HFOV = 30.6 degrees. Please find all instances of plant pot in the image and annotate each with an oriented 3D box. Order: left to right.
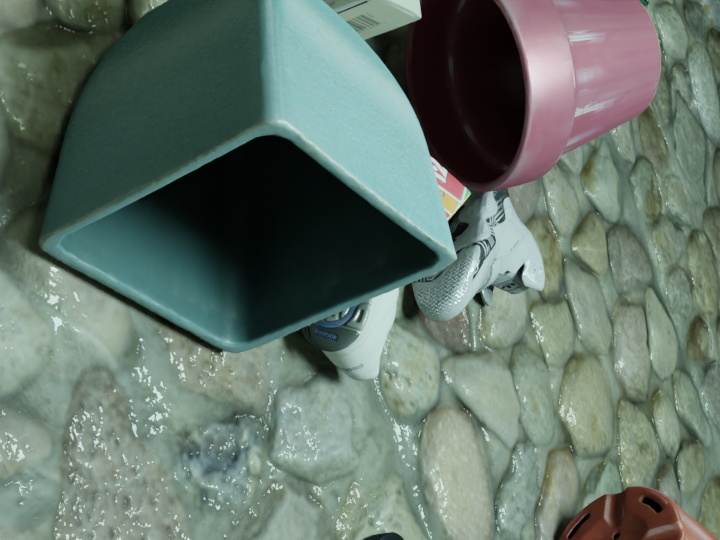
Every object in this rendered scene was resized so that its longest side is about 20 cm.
[{"bbox_3d":[-0.075,-0.094,0.888,0.196,0.196,0.200,34,42,-45],"label":"plant pot"},{"bbox_3d":[0.166,-0.184,1.204,0.179,0.200,0.200,-14,89,-27],"label":"plant pot"},{"bbox_3d":[0.296,0.325,1.280,0.195,0.201,0.201,45,43,-25],"label":"plant pot"}]

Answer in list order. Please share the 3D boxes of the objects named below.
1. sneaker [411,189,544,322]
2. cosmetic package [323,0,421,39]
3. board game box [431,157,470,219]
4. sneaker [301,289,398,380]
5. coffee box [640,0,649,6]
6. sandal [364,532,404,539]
[{"bbox_3d":[0.117,0.000,1.225,0.115,0.075,0.200,53,36,-26],"label":"sneaker"},{"bbox_3d":[-0.018,-0.299,1.119,0.071,0.105,0.200,12,66,-55],"label":"cosmetic package"},{"bbox_3d":[-0.007,-0.104,1.052,0.200,0.030,0.096,40,37,2],"label":"board game box"},{"bbox_3d":[0.000,0.000,1.077,0.087,0.074,0.200,65,33,-47],"label":"sneaker"},{"bbox_3d":[0.181,-0.298,1.324,0.044,0.200,0.123,16,63,-59],"label":"coffee box"},{"bbox_3d":[0.054,0.301,1.047,0.076,0.043,0.200,-47,117,-52],"label":"sandal"}]
